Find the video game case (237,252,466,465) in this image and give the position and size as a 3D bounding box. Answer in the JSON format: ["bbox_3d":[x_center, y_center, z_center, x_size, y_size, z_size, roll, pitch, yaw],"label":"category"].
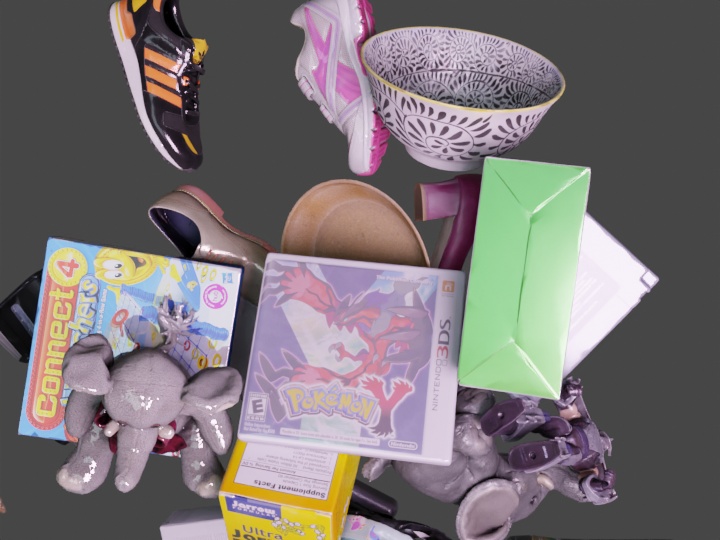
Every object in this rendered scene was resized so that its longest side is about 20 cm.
[{"bbox_3d":[-0.005,0.080,0.795,0.198,0.023,0.184,5,72,6],"label":"video game case"}]

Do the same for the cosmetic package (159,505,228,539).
[{"bbox_3d":[-0.142,0.381,1.001,0.149,0.052,0.202,-9,96,13],"label":"cosmetic package"}]

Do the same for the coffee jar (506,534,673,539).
[{"bbox_3d":[0.246,0.335,0.901,0.198,0.104,0.086,-1,95,11],"label":"coffee jar"}]

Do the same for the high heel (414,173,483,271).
[{"bbox_3d":[0.110,-0.001,0.902,0.095,0.067,0.203,-5,93,-13],"label":"high heel"}]

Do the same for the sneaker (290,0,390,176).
[{"bbox_3d":[-0.022,-0.197,0.888,0.087,0.081,0.202,-9,90,15],"label":"sneaker"}]

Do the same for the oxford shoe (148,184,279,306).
[{"bbox_3d":[-0.152,-0.011,0.928,0.199,0.074,0.071,38,118,6],"label":"oxford shoe"}]

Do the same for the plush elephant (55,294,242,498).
[{"bbox_3d":[-0.193,0.127,0.759,0.163,0.155,0.202,11,91,-5],"label":"plush elephant"}]

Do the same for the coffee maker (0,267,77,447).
[{"bbox_3d":[-0.294,0.083,0.955,0.191,0.135,0.201,-35,92,-3],"label":"coffee maker"}]

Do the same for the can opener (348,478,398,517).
[{"bbox_3d":[-0.054,0.248,0.964,0.198,0.066,0.053,26,100,0],"label":"can opener"}]

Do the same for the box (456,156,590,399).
[{"bbox_3d":[0.154,-0.002,0.795,0.096,0.176,0.202,8,97,14],"label":"box"}]

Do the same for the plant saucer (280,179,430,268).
[{"bbox_3d":[0.000,0.000,0.899,0.199,0.035,0.203,12,112,34],"label":"plant saucer"}]

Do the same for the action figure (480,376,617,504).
[{"bbox_3d":[0.209,0.172,0.848,0.069,0.199,0.131,-40,57,28],"label":"action figure"}]

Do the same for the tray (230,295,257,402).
[{"bbox_3d":[-0.110,0.105,0.971,0.199,0.022,0.108,32,101,4],"label":"tray"}]

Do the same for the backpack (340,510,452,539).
[{"bbox_3d":[0.034,0.339,0.877,0.165,0.127,0.201,-8,133,34],"label":"backpack"}]

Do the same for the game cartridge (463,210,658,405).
[{"bbox_3d":[0.200,0.036,0.901,0.133,0.040,0.200,42,102,-2],"label":"game cartridge"}]

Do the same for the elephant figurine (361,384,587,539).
[{"bbox_3d":[0.134,0.224,0.900,0.154,0.142,0.201,-21,112,40],"label":"elephant figurine"}]

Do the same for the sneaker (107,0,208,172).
[{"bbox_3d":[-0.201,-0.211,0.915,0.089,0.070,0.202,-20,92,15],"label":"sneaker"}]

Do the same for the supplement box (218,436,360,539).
[{"bbox_3d":[-0.057,0.174,0.848,0.108,0.201,0.110,9,136,8],"label":"supplement box"}]

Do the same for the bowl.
[{"bbox_3d":[0.093,-0.160,0.832,0.198,0.201,0.095,12,125,8],"label":"bowl"}]

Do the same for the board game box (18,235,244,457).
[{"bbox_3d":[-0.230,0.079,0.862,0.193,0.056,0.202,9,91,-5],"label":"board game box"}]
